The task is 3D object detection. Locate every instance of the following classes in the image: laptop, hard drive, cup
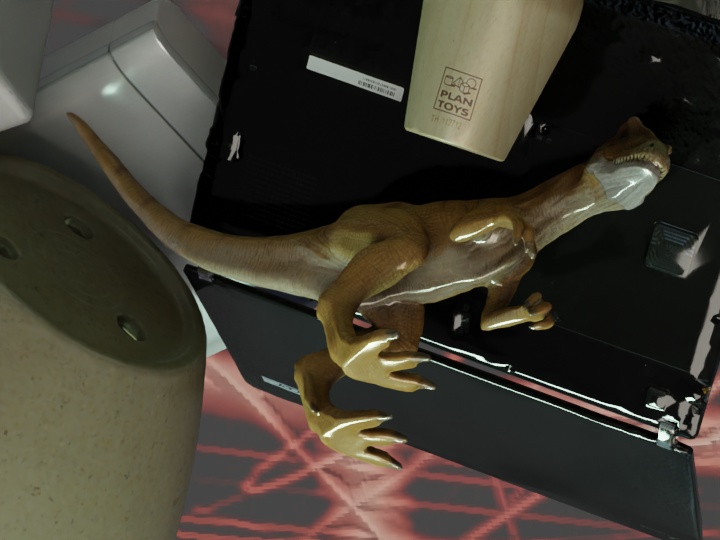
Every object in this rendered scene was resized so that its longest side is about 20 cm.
[{"bbox_3d":[0.044,-0.011,0.909,0.177,0.103,0.201,19,110,15],"label":"laptop"},{"bbox_3d":[-0.110,-0.007,0.994,0.200,0.027,0.132,-24,128,27],"label":"hard drive"},{"bbox_3d":[-0.131,0.047,0.913,0.200,0.201,0.143,30,114,-22],"label":"cup"}]

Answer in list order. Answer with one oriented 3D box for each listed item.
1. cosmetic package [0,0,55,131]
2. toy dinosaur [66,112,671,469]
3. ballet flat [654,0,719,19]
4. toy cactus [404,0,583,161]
[{"bbox_3d":[-0.188,-0.121,0.858,0.101,0.071,0.200,-17,130,20],"label":"cosmetic package"},{"bbox_3d":[0.000,0.000,0.845,0.199,0.106,0.060,-5,138,19],"label":"toy dinosaur"},{"bbox_3d":[0.086,-0.057,0.898,0.071,0.072,0.200,4,134,2],"label":"ballet flat"},{"bbox_3d":[0.055,-0.113,0.795,0.199,0.102,0.166,18,92,0],"label":"toy cactus"}]
